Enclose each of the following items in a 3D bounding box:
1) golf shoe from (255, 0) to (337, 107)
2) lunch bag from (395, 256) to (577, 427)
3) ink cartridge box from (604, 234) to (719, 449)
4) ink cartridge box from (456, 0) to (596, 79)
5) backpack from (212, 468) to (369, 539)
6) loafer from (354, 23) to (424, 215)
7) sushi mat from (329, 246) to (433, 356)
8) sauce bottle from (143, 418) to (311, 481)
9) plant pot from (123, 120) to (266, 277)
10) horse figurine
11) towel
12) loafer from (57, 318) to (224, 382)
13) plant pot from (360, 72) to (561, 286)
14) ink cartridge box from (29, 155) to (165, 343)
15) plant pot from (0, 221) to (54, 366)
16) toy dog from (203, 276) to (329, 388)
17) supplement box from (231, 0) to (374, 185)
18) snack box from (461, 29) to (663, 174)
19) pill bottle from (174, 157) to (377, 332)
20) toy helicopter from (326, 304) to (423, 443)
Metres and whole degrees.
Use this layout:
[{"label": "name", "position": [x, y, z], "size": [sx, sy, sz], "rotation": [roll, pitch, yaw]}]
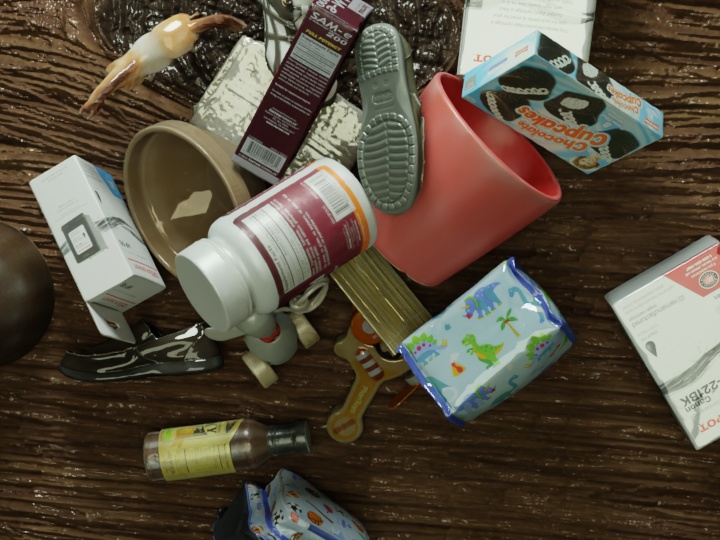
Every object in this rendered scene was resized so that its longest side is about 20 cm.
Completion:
[{"label": "golf shoe", "position": [-0.072, -0.281, 1.625], "size": [0.077, 0.094, 0.201], "rotation": [-20, 88, -19]}, {"label": "lunch bag", "position": [0.151, 0.088, 1.630], "size": [0.170, 0.200, 0.128], "rotation": [-38, 68, 6]}, {"label": "ink cartridge box", "position": [0.396, 0.083, 1.663], "size": [0.144, 0.084, 0.200], "rotation": [-31, 95, 7]}, {"label": "ink cartridge box", "position": [0.191, -0.309, 1.623], "size": [0.146, 0.083, 0.201], "rotation": [7, 99, 4]}, {"label": "backpack", "position": [-0.071, 0.340, 1.697], "size": [0.190, 0.200, 0.154], "rotation": [41, 101, -15]}, {"label": "loafer", "position": [0.041, -0.159, 1.527], "size": [0.075, 0.070, 0.201], "rotation": [-2, 90, 30]}, {"label": "sushi mat", "position": [0.000, 0.000, 1.643], "size": [0.200, 0.096, 0.012], "rotation": [52, 132, 3]}, {"label": "sauce bottle", "position": [-0.160, 0.213, 1.739], "size": [0.199, 0.065, 0.065], "rotation": [-8, 98, 4]}, {"label": "plant pot", "position": [-0.175, -0.087, 1.661], "size": [0.200, 0.093, 0.202], "rotation": [24, 129, 33]}, {"label": "horse figurine", "position": [-0.230, -0.246, 1.642], "size": [0.200, 0.133, 0.050], "rotation": [-31, 95, 7]}, {"label": "towel", "position": [-0.090, -0.172, 1.692], "size": [0.200, 0.034, 0.133], "rotation": [36, 100, -2]}, {"label": "loafer", "position": [-0.264, 0.095, 1.732], "size": [0.199, 0.073, 0.072], "rotation": [-5, 88, 0]}, {"label": "plant pot", "position": [0.097, -0.092, 1.618], "size": [0.200, 0.200, 0.177], "rotation": [44, 110, -2]}, {"label": "ink cartridge box", "position": [-0.293, -0.022, 1.662], "size": [0.067, 0.116, 0.201], "rotation": [-29, 78, 6]}, {"label": "plant pot", "position": [-0.474, 0.043, 1.670], "size": [0.186, 0.200, 0.188], "rotation": [1, 99, 5]}, {"label": "toy dog", "position": [-0.117, 0.054, 1.665], "size": [0.132, 0.200, 0.096], "rotation": [-35, 68, -25]}, {"label": "supplement box", "position": [-0.062, -0.203, 1.566], "size": [0.061, 0.109, 0.200], "rotation": [30, 114, -3]}, {"label": "snack box", "position": [0.224, -0.181, 1.587], "size": [0.200, 0.116, 0.037], "rotation": [26, 57, -29]}, {"label": "pill bottle", "position": [-0.090, -0.026, 1.534], "size": [0.200, 0.114, 0.114], "rotation": [-33, 95, -23]}, {"label": "toy helicopter", "position": [0.023, 0.124, 1.717], "size": [0.132, 0.079, 0.201], "rotation": [24, 110, -8]}]
